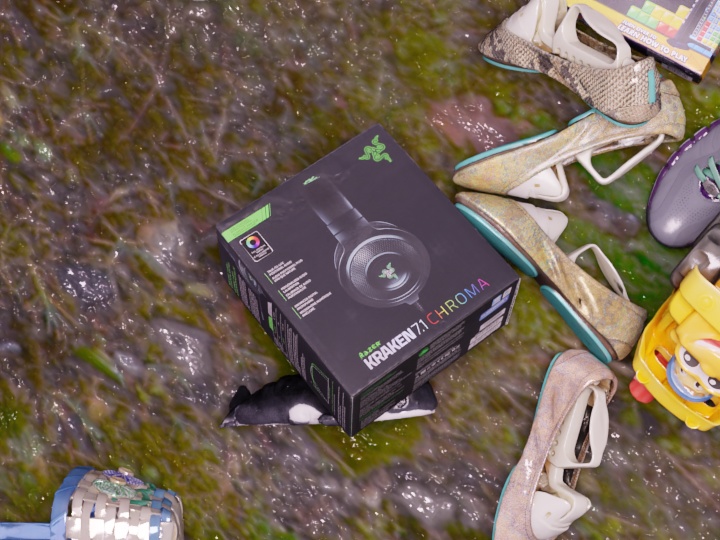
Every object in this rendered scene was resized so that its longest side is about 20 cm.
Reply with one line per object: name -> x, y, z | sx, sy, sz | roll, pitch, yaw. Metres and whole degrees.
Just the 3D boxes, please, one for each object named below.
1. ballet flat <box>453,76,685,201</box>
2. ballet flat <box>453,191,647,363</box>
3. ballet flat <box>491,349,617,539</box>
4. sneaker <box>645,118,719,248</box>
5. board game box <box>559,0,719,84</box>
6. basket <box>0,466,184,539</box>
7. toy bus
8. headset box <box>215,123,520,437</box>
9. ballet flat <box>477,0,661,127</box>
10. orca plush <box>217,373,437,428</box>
ballet flat -> 0.178, -0.096, 1.000 | 0.199, 0.071, 0.071 | -23, 84, 9
ballet flat -> 0.163, -0.009, 0.997 | 0.071, 0.071, 0.200 | -44, 98, 9
ballet flat -> 0.166, 0.166, 1.000 | 0.067, 0.068, 0.201 | 19, 95, 46
sneaker -> 0.309, -0.101, 0.967 | 0.074, 0.088, 0.200 | 44, 98, 10
board game box -> 0.238, -0.277, 1.002 | 0.199, 0.057, 0.166 | 29, 97, 11
basket -> -0.257, 0.245, 1.052 | 0.198, 0.176, 0.140 | -2, 90, -6
toy bus -> 0.277, 0.054, 0.923 | 0.136, 0.200, 0.192 | 44, 125, 9
headset box -> 0.000, 0.000, 0.984 | 0.174, 0.093, 0.200 | -33, 67, -17
ballet flat -> 0.169, -0.184, 0.967 | 0.200, 0.068, 0.076 | 39, 143, 46
orca plush -> -0.032, 0.094, 1.040 | 0.199, 0.105, 0.072 | -6, 89, 37
